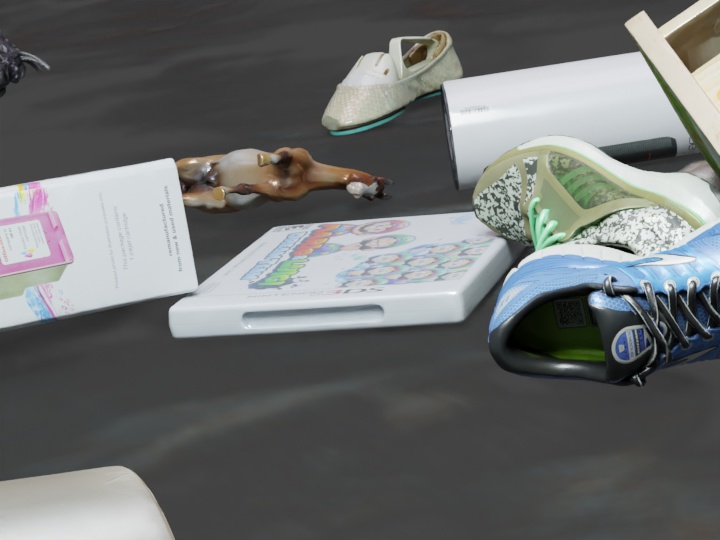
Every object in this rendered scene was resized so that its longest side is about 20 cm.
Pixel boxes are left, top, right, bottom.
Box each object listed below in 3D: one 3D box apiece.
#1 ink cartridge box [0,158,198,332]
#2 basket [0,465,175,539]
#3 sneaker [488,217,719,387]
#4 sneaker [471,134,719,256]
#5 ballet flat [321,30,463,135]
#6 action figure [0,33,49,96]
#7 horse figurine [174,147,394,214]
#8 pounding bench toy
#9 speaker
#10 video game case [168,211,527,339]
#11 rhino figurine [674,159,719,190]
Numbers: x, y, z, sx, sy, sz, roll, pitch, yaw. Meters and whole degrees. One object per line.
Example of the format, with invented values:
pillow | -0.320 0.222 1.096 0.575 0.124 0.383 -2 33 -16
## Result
ink cartridge box | -0.220 -0.006 1.382 0.199 0.085 0.144 -10 1 -26
basket | -0.159 0.136 0.730 0.199 0.137 0.180 -11 17 -23
sneaker | 0.154 0.024 1.132 0.199 0.079 0.089 -12 18 26
sneaker | 0.125 -0.021 1.319 0.088 0.077 0.199 -35 30 -31
ballet flat | 0.023 -0.170 2.019 0.067 0.063 0.200 -1 16 31
action figure | -0.432 -0.220 2.410 0.199 0.103 0.119 -18 15 -23
horse figurine | -0.094 -0.062 1.660 0.199 0.050 0.132 -8 -1 32
pounding bench toy | 0.270 -0.084 1.239 0.156 0.124 0.200 -34 48 6
speaker | 0.161 -0.112 1.652 0.199 0.082 0.081 -9 13 0
video game case | 0.000 0.000 1.412 0.181 0.024 0.200 -4 14 18
rhino figurine | 0.261 -0.050 1.369 0.199 0.060 0.087 2 23 31
